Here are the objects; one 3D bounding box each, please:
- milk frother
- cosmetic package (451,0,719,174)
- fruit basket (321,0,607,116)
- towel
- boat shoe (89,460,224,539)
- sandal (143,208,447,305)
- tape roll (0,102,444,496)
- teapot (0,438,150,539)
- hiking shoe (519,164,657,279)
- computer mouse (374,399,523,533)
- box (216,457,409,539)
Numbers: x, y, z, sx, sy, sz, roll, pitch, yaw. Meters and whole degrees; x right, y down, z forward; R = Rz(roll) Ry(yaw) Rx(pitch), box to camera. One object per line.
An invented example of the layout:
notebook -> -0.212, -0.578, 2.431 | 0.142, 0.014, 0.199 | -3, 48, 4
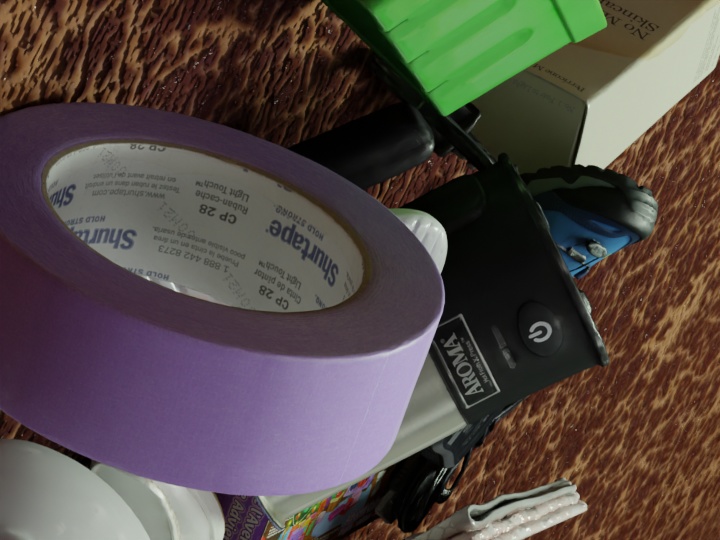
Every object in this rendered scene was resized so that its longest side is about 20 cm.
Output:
milk frother -> 0.000, 0.000, 1.433 | 0.188, 0.181, 0.200 | -26, -169, 1
cosmetic package -> 0.125, -0.125, 1.606 | 0.200, 0.103, 0.073 | -41, 152, -49
fruit basket -> 0.068, -0.184, 1.288 | 0.215, 0.156, 0.216 | -39, 159, -18
towel -> 0.025, 0.182, 1.737 | 0.191, 0.032, 0.200 | -27, 172, 22
boat shoe -> -0.114, 0.148, 1.417 | 0.069, 0.071, 0.200 | -53, 161, -29
sandal -> -0.062, 0.002, 1.302 | 0.206, 0.059, 0.079 | -10, 127, -23
tape roll -> -0.070, 0.008, 1.134 | 0.200, 0.200, 0.066 | -27, 142, -59
teapot -> -0.146, 0.184, 1.271 | 0.200, 0.146, 0.198 | -17, 133, -65
hiking shoe -> 0.079, 0.008, 1.526 | 0.074, 0.200, 0.087 | 28, 53, -39
computer mouse -> 0.051, 0.072, 1.653 | 0.139, 0.053, 0.200 | -49, 167, -13
box -> -0.018, 0.101, 1.648 | 0.200, 0.039, 0.137 | -22, 136, -62
